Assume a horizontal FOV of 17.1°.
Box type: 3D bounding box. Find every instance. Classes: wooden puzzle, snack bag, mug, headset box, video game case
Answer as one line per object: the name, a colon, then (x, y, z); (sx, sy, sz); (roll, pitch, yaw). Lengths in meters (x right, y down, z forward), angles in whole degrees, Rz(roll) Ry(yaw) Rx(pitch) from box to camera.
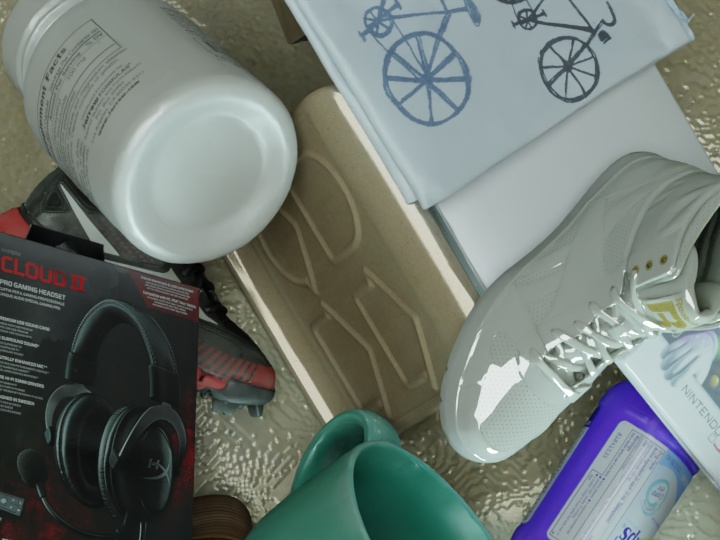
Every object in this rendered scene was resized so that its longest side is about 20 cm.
wooden puzzle: (0.000, 0.000, 1.385); (0.046, 0.200, 0.185); (-29, 86, -31)
snack bag: (0.061, -0.160, 1.315); (0.200, 0.021, 0.189); (-33, 90, -18)
mug: (0.005, 0.181, 1.333); (0.114, 0.185, 0.152); (-39, 100, 20)
headset box: (-0.168, 0.076, 1.305); (0.077, 0.149, 0.200); (-18, 63, 45)
video game case: (0.253, 0.029, 1.357); (0.200, 0.023, 0.182); (-45, 128, -4)

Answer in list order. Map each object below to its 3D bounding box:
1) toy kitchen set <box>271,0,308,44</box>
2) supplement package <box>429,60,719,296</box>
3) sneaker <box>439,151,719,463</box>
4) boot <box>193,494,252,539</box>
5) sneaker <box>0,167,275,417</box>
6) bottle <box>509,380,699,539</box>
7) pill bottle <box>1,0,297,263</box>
toy kitchen set: (0.041, -0.262, 1.388); (0.163, 0.200, 0.181); (-18, 87, -37)
supplement package: (0.105, -0.051, 1.378); (0.156, 0.111, 0.200); (-29, 87, -11)
sneaker: (0.129, 0.022, 1.251); (0.074, 0.116, 0.200); (42, 79, -26)
boot: (-0.150, 0.210, 1.382); (0.200, 0.155, 0.074); (-24, 118, 11)
sneaker: (-0.123, 0.005, 1.434); (0.200, 0.071, 0.098); (37, 94, 6)
bottle: (0.125, 0.163, 1.390); (0.065, 0.084, 0.200); (31, 81, 26)
pill bottle: (-0.129, -0.096, 1.372); (0.114, 0.114, 0.200); (-50, 41, 2)
